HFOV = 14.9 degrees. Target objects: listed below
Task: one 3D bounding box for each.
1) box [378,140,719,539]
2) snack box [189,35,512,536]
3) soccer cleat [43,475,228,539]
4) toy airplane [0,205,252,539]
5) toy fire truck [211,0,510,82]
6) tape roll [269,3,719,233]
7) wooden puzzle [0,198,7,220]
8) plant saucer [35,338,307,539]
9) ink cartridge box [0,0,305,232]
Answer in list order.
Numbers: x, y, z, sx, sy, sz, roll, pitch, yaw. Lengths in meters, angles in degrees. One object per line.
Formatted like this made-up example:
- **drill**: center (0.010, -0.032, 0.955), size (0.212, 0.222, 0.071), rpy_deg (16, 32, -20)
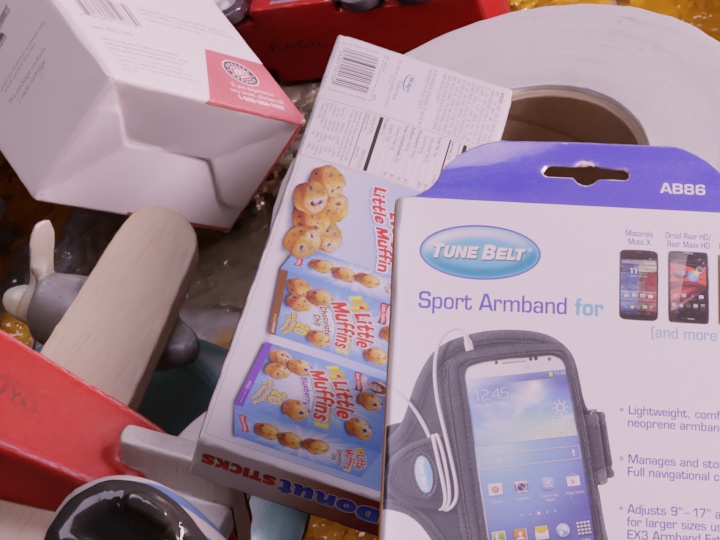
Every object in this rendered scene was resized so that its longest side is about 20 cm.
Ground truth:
- **box**: center (0.065, 0.056, 0.824), size (0.118, 0.042, 0.201), rpy_deg (3, 61, 1)
- **snack box**: center (0.000, 0.000, 0.989), size (0.071, 0.024, 0.201), rpy_deg (18, 50, -1)
- **soccer cleat**: center (-0.026, 0.148, 0.849), size (0.070, 0.086, 0.201), rpy_deg (-34, 79, -1)
- **toy airplane**: center (-0.126, 0.071, 0.999), size (0.199, 0.141, 0.200), rpy_deg (-10, 59, -26)
- **toy fire truck**: center (0.023, -0.152, 1.237), size (0.198, 0.049, 0.142), rpy_deg (-5, 45, 21)
- **tape roll**: center (0.068, -0.010, 1.061), size (0.201, 0.071, 0.203), rpy_deg (-12, 44, 12)
- **wooden puzzle**: center (-0.265, 0.030, 1.192), size (0.199, 0.046, 0.186), rpy_deg (10, 52, 37)
- **plant saucer**: center (-0.117, 0.094, 1.074), size (0.199, 0.028, 0.201), rpy_deg (-13, 44, 13)
- **ink cartridge box**: center (-0.126, -0.110, 1.177), size (0.068, 0.116, 0.200), rpy_deg (-53, 53, 22)
